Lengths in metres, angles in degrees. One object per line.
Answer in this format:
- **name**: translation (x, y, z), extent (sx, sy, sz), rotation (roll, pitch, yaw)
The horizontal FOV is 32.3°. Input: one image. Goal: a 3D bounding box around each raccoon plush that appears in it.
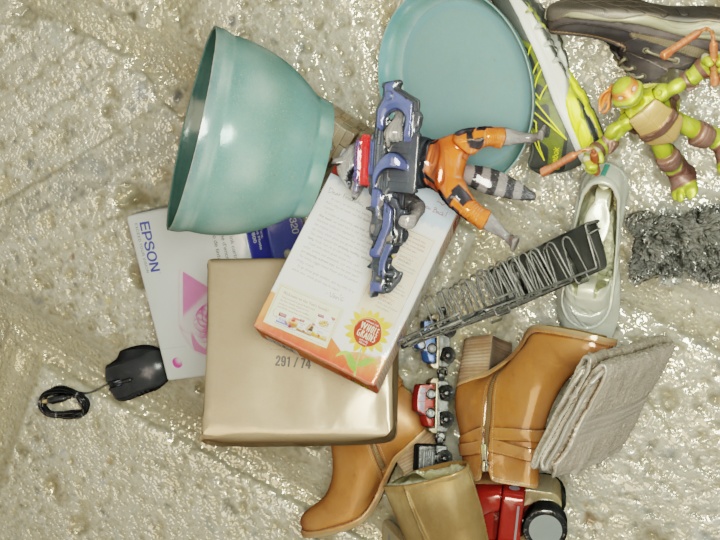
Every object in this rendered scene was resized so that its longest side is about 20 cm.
- **raccoon plush**: translation (0.322, -0.043, 1.154), extent (0.132, 0.200, 0.098), rotation (2, 66, 2)

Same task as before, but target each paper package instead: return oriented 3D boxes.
- **paper package**: translation (-0.060, 0.086, 1.294), extent (0.197, 0.104, 0.193), rotation (-1, 79, 5)

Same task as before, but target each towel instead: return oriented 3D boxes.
- **towel**: translation (0.241, 0.131, 1.212), extent (0.034, 0.199, 0.134), rotation (35, 113, 27)

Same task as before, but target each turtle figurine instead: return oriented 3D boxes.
- **turtle figurine**: translation (0.274, -0.132, 1.168), extent (0.200, 0.065, 0.161), rotation (-42, 125, 19)

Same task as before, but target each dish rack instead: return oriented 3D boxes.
- **dish rack**: translation (0.130, 0.019, 1.182), extent (0.153, 0.199, 0.055), rotation (-31, 80, 51)

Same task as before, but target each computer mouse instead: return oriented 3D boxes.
- **computer mouse**: translation (-0.308, 0.139, 1.482), extent (0.198, 0.034, 0.059), rotation (-22, 97, 22)

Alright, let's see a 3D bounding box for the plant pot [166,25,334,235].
- **plant pot**: translation (-0.103, -0.123, 1.218), extent (0.133, 0.201, 0.202), rotation (12, 109, -13)

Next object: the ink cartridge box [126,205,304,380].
- **ink cartridge box**: translation (-0.148, 0.015, 1.394), extent (0.198, 0.043, 0.199), rotation (-9, 100, 22)

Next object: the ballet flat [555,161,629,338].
- **ballet flat**: translation (0.231, -0.007, 1.249), extent (0.069, 0.069, 0.203), rotation (9, 107, 16)

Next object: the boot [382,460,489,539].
- **boot**: translation (0.067, 0.309, 1.289), extent (0.173, 0.066, 0.202), rotation (-18, 98, 20)

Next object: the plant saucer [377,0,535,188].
- **plant saucer**: translation (0.098, -0.183, 1.233), extent (0.199, 0.027, 0.202), rotation (21, 121, 38)

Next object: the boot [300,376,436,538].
- **boot**: translation (-0.015, 0.194, 1.373), extent (0.199, 0.077, 0.156), rotation (-32, 93, 20)

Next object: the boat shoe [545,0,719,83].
- **boat shoe**: translation (0.271, -0.212, 1.168), extent (0.197, 0.075, 0.074), rotation (8, 114, 5)

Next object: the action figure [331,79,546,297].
- **action figure**: translation (0.064, -0.070, 1.179), extent (0.191, 0.105, 0.202), rotation (14, 98, 14)

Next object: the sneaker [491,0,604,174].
- **sneaker**: translation (0.166, -0.183, 1.220), extent (0.084, 0.074, 0.202), rotation (-24, 95, 23)

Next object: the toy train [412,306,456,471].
- **toy train**: translation (0.076, 0.140, 1.325), extent (0.045, 0.034, 0.203), rotation (3, 86, -6)

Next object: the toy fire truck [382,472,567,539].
- **toy fire truck**: translation (0.117, 0.295, 1.347), extent (0.197, 0.129, 0.178), rotation (6, 105, 6)

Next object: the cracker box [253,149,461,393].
- **cracker box**: translation (0.000, 0.000, 1.226), extent (0.133, 0.058, 0.202), rotation (25, 80, 10)

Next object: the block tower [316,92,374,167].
- **block tower**: translation (-0.011, -0.124, 1.306), extent (0.199, 0.058, 0.054), rotation (34, 111, 5)

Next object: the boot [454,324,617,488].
- **boot**: translation (0.176, 0.140, 1.251), extent (0.199, 0.073, 0.157), rotation (-15, 66, 50)
